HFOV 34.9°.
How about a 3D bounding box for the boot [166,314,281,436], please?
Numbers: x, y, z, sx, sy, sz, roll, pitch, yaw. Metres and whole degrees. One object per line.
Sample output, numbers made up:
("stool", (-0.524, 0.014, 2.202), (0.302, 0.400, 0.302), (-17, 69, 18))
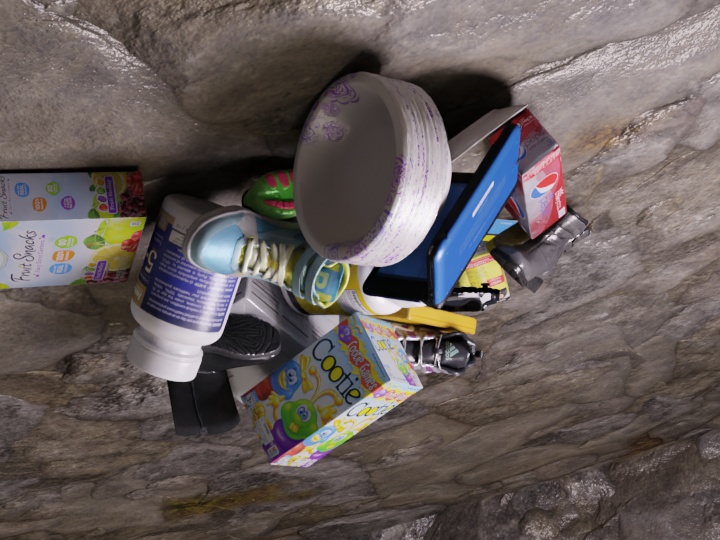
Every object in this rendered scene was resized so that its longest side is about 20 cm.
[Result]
("boot", (-0.180, 0.149, 1.520), (0.162, 0.066, 0.202), (6, 134, 6))

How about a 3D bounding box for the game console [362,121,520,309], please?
("game console", (0.089, -0.068, 1.309), (0.117, 0.201, 0.172), (25, 154, 19))

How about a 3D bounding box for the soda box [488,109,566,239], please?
("soda box", (0.217, -0.120, 1.464), (0.063, 0.070, 0.200), (-36, 156, -4))

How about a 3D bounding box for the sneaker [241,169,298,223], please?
("sneaker", (-0.060, -0.089, 1.411), (0.198, 0.078, 0.083), (5, 171, -36))

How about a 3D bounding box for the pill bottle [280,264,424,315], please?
("pill bottle", (0.000, 0.000, 1.484), (0.198, 0.116, 0.114), (-3, 167, 38))

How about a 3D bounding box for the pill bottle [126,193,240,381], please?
("pill bottle", (-0.208, 0.022, 1.369), (0.119, 0.119, 0.203), (10, 104, -43))

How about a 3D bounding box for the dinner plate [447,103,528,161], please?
("dinner plate", (0.110, -0.141, 1.341), (0.199, 0.024, 0.200), (-35, -178, 1))

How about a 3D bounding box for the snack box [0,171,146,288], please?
("snack box", (-0.359, -0.044, 1.324), (0.197, 0.069, 0.169), (-2, 154, -21))

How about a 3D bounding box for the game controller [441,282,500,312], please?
("game controller", (0.124, 0.035, 1.646), (0.103, 0.043, 0.200), (11, 175, -14))

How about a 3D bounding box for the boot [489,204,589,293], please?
("boot", (0.260, -0.043, 1.635), (0.132, 0.070, 0.200), (-47, 165, 9))

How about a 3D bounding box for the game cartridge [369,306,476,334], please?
("game cartridge", (0.054, 0.068, 1.730), (0.198, 0.033, 0.175), (6, 174, 44))

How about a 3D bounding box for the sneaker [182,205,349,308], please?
("sneaker", (-0.092, -0.012, 1.277), (0.198, 0.130, 0.081), (2, 112, -44))

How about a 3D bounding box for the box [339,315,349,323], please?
("box", (-0.018, 0.110, 1.766), (0.081, 0.070, 0.200), (6, 174, 14))

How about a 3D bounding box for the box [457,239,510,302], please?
("box", (0.179, -0.002, 1.735), (0.074, 0.051, 0.200), (-16, 155, 7))

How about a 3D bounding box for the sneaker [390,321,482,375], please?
("sneaker", (0.102, 0.114, 1.655), (0.138, 0.079, 0.198), (0, 180, 41))

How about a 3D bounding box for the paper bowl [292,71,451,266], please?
("paper bowl", (0.020, -0.106, 1.238), (0.103, 0.204, 0.200), (5, 150, -38))

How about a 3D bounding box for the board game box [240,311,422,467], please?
("board game box", (-0.038, 0.158, 1.487), (0.199, 0.104, 0.105), (-37, 156, 17))

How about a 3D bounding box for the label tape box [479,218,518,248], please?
("label tape box", (0.095, -0.051, 1.563), (0.143, 0.064, 0.200), (3, 151, -38))

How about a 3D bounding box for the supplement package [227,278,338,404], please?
("supplement package", (-0.148, 0.080, 1.578), (0.154, 0.112, 0.200), (-26, 130, 26))
